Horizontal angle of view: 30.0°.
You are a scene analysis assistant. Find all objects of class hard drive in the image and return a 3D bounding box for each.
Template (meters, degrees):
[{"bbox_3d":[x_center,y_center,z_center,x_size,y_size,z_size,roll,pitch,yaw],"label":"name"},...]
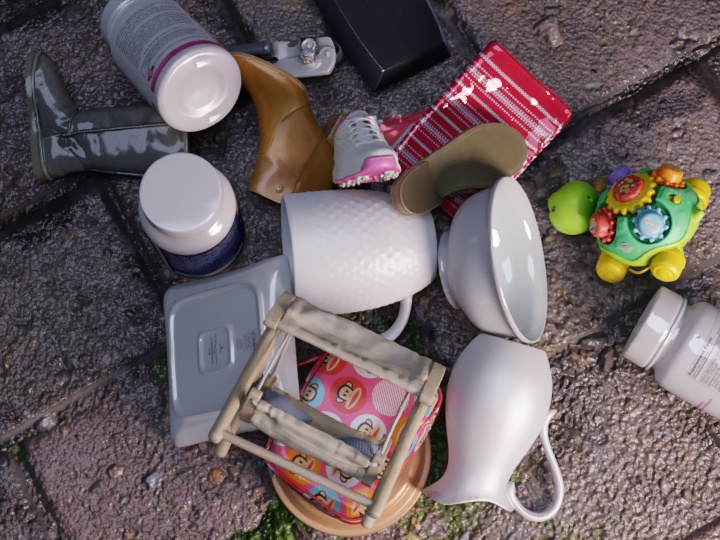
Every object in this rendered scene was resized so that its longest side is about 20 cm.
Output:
[{"bbox_3d":[0.022,-0.342,1.733,0.134,0.042,0.201,-26,77,-18],"label":"hard drive"}]

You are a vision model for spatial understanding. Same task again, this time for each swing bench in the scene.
[{"bbox_3d":[-0.032,0.143,1.457,0.198,0.130,0.201,24,74,3],"label":"swing bench"}]

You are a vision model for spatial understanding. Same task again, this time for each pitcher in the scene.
[{"bbox_3d":[0.176,0.188,1.585,0.171,0.121,0.201,16,87,-16],"label":"pitcher"}]

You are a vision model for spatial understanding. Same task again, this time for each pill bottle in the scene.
[{"bbox_3d":[0.419,0.109,1.584,0.199,0.113,0.114,30,79,8],"label":"pill bottle"},{"bbox_3d":[-0.201,-0.064,1.596,0.115,0.200,0.117,0,77,0],"label":"pill bottle"},{"bbox_3d":[-0.239,-0.266,1.655,0.113,0.114,0.200,-36,49,-8],"label":"pill bottle"}]

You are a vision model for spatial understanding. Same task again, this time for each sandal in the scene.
[{"bbox_3d":[0.104,-0.122,1.619,0.211,0.069,0.078,-28,106,-34],"label":"sandal"}]

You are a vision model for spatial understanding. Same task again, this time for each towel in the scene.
[{"bbox_3d":[0.149,-0.166,1.661,0.145,0.022,0.200,41,94,-13],"label":"towel"}]

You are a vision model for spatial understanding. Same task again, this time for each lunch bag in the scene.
[{"bbox_3d":[-0.019,0.176,1.565,0.176,0.082,0.200,34,79,9],"label":"lunch bag"}]

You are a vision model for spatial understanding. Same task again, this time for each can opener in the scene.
[{"bbox_3d":[-0.123,-0.261,1.719,0.199,0.067,0.053,-4,72,8],"label":"can opener"}]

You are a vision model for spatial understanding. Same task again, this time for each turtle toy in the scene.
[{"bbox_3d":[0.321,-0.068,1.624,0.199,0.101,0.146,-2,50,41],"label":"turtle toy"}]

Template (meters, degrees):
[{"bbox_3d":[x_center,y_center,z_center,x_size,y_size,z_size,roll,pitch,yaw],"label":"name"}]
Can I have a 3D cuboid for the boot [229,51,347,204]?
[{"bbox_3d":[-0.108,-0.163,1.662,0.201,0.071,0.145,32,78,-17],"label":"boot"}]

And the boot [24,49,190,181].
[{"bbox_3d":[-0.316,-0.198,1.697,0.199,0.073,0.183,-7,89,5],"label":"boot"}]

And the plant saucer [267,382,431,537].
[{"bbox_3d":[-0.014,0.217,1.613,0.199,0.032,0.202,0,76,0],"label":"plant saucer"}]

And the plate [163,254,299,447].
[{"bbox_3d":[-0.162,0.095,1.588,0.199,0.032,0.201,-15,71,33],"label":"plate"}]

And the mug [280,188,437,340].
[{"bbox_3d":[0.000,0.000,1.620,0.174,0.148,0.201,-5,106,-7],"label":"mug"}]

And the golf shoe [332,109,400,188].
[{"bbox_3d":[-0.001,-0.144,1.582,0.075,0.200,0.092,-8,94,-11],"label":"golf shoe"}]

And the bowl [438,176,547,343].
[{"bbox_3d":[0.151,-0.006,1.600,0.090,0.201,0.202,-10,75,23],"label":"bowl"}]

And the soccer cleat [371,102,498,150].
[{"bbox_3d":[0.101,-0.173,1.698,0.199,0.067,0.077,-11,112,-10],"label":"soccer cleat"}]
